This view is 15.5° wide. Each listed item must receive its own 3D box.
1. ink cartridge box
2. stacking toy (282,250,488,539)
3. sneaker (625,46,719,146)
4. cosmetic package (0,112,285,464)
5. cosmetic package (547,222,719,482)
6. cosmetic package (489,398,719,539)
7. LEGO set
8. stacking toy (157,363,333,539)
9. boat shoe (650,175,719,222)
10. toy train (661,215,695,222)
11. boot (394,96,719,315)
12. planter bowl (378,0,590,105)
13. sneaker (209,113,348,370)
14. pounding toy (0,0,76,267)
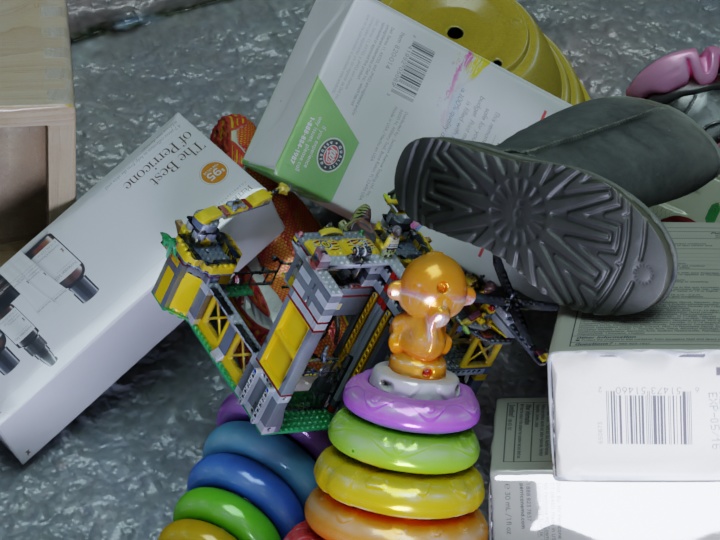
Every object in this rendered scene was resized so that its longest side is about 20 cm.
[{"bbox_3d":[0.047,-0.068,1.542,0.200,0.067,0.117,27,87,-21],"label":"ink cartridge box"},{"bbox_3d":[0.021,0.086,1.322,0.116,0.201,0.110,5,13,-13],"label":"stacking toy"},{"bbox_3d":[0.268,-0.095,1.663,0.199,0.079,0.096,-9,72,-14],"label":"sneaker"},{"bbox_3d":[-0.145,0.008,1.481,0.200,0.051,0.083,-43,61,-12],"label":"cosmetic package"},{"bbox_3d":[0.156,0.039,1.379,0.103,0.073,0.200,0,18,11],"label":"cosmetic package"},{"bbox_3d":[0.170,0.116,1.400,0.199,0.073,0.104,0,20,6],"label":"cosmetic package"},{"bbox_3d":[0.000,0.000,1.401,0.199,0.116,0.154,5,39,-31],"label":"LEGO set"},{"bbox_3d":[-0.075,0.142,1.403,0.085,0.086,0.200,25,56,15],"label":"stacking toy"},{"bbox_3d":[0.228,-0.022,1.583,0.200,0.072,0.068,35,10,9],"label":"boat shoe"},{"bbox_3d":[0.219,0.065,1.502,0.200,0.085,0.116,30,62,19],"label":"toy train"},{"bbox_3d":[0.136,-0.040,1.412,0.182,0.073,0.200,31,20,31],"label":"boot"},{"bbox_3d":[0.055,-0.121,1.642,0.200,0.084,0.201,4,48,-4],"label":"planter bowl"},{"bbox_3d":[-0.048,-0.006,1.550,0.077,0.073,0.200,0,53,-28],"label":"sneaker"},{"bbox_3d":[-0.266,-0.096,1.514,0.199,0.184,0.143,-2,49,-8],"label":"pounding toy"}]
